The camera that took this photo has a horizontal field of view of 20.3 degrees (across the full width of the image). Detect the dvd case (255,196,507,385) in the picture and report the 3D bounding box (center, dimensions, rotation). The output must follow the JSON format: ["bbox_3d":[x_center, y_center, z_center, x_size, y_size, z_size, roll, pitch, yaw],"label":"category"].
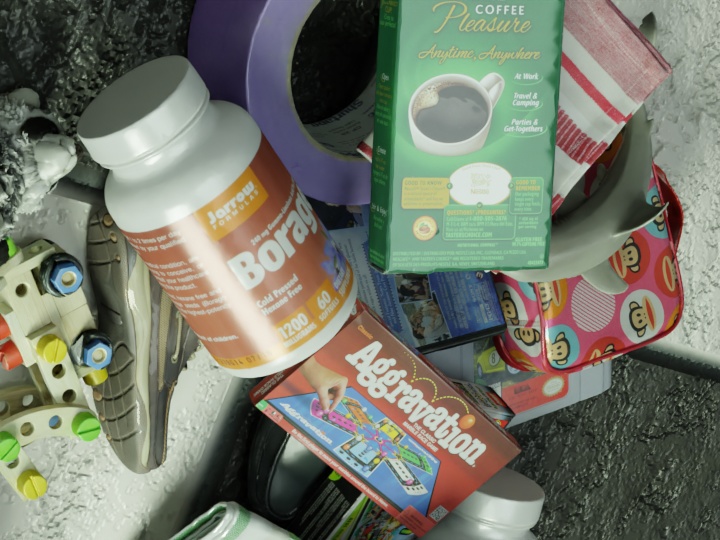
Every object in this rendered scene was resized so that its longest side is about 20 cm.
[{"bbox_3d":[0.000,0.000,1.445,0.200,0.018,0.143,-14,85,-25],"label":"dvd case"}]

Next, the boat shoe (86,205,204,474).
[{"bbox_3d":[-0.141,0.047,1.388,0.073,0.074,0.200,-13,117,-30],"label":"boat shoe"}]

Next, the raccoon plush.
[{"bbox_3d":[-0.277,-0.074,1.258,0.199,0.134,0.097,13,115,-2],"label":"raccoon plush"}]

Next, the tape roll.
[{"bbox_3d":[-0.013,-0.152,1.385,0.200,0.085,0.200,-13,116,-29],"label":"tape roll"}]

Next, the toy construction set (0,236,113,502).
[{"bbox_3d":[-0.232,0.054,1.324,0.131,0.092,0.200,-29,134,-21],"label":"toy construction set"}]

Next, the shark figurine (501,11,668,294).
[{"bbox_3d":[0.194,-0.067,1.461,0.128,0.089,0.215,33,72,-27],"label":"shark figurine"}]

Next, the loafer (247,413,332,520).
[{"bbox_3d":[-0.023,0.099,1.493,0.068,0.070,0.201,21,97,-40],"label":"loafer"}]

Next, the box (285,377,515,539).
[{"bbox_3d":[0.021,0.166,1.525,0.110,0.035,0.200,15,118,-53],"label":"box"}]

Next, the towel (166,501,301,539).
[{"bbox_3d":[-0.077,0.256,1.490,0.149,0.031,0.200,-36,125,25],"label":"towel"}]

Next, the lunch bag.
[{"bbox_3d":[0.172,-0.032,1.538,0.176,0.082,0.200,-18,100,-29],"label":"lunch bag"}]

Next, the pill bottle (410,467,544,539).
[{"bbox_3d":[0.081,0.258,1.607,0.113,0.113,0.200,6,106,-36],"label":"pill bottle"}]

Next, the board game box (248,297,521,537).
[{"bbox_3d":[0.021,0.108,1.429,0.103,0.019,0.200,-42,128,7],"label":"board game box"}]

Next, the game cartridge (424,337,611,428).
[{"bbox_3d":[0.119,0.058,1.598,0.200,0.041,0.133,-17,115,-28],"label":"game cartridge"}]

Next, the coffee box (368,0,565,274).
[{"bbox_3d":[0.071,-0.099,1.348,0.123,0.044,0.201,-2,102,-18],"label":"coffee box"}]

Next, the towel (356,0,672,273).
[{"bbox_3d":[0.110,-0.115,1.393,0.144,0.023,0.200,42,84,-20],"label":"towel"}]

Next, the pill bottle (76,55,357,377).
[{"bbox_3d":[-0.094,-0.036,1.303,0.112,0.112,0.200,-41,119,-13],"label":"pill bottle"}]
